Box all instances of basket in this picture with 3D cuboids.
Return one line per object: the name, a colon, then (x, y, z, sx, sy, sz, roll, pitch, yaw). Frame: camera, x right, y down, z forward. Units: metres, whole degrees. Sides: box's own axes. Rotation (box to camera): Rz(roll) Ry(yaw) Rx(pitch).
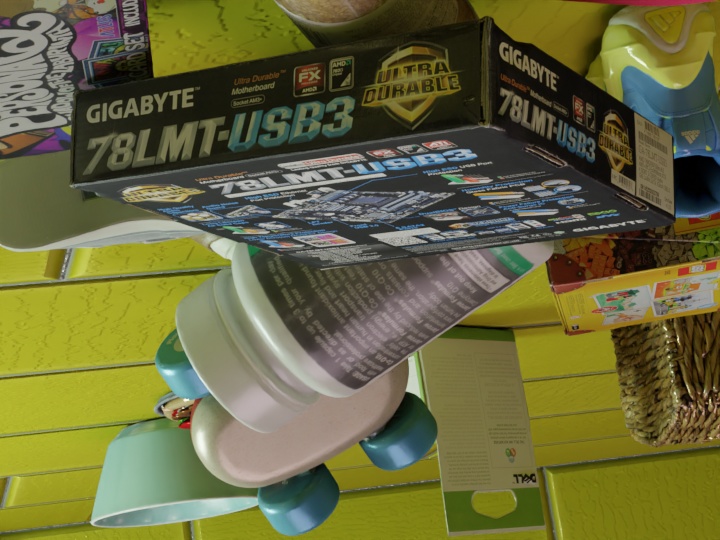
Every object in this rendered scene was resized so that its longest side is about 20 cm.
basket: (0.347, 0.096, 1.605, 0.148, 0.143, 0.200, -6, 167, -8)

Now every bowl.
bowl: (-0.217, 0.230, 1.887, 0.200, 0.105, 0.201, -9, 167, -2)

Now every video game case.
video game case: (-0.175, -0.092, 0.657, 0.181, 0.036, 0.200, -8, 164, -8)

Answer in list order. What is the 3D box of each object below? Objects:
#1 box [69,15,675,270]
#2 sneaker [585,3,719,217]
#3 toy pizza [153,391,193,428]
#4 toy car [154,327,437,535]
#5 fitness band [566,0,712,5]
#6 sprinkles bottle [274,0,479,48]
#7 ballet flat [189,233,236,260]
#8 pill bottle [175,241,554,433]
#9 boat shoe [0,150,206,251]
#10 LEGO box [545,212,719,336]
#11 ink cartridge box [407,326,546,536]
box: (0.011, -0.047, 0.712, 0.199, 0.050, 0.198, -7, 166, 30)
sneaker: (0.161, -0.068, 0.884, 0.075, 0.105, 0.200, -10, 166, 8)
toy pizza: (-0.121, 0.144, 1.749, 0.199, 0.032, 0.200, -8, 167, -2)
toy car: (-0.064, 0.065, 1.287, 0.177, 0.185, 0.200, -33, -151, 0)
fitness band: (0.128, -0.153, 0.675, 0.199, 0.038, 0.144, 0, 167, -29)
sprinkles bottle: (0.004, -0.115, 0.671, 0.068, 0.069, 0.200, -12, 166, 12)
ballet flat: (-0.029, -0.026, 1.010, 0.199, 0.073, 0.068, -6, 168, -10)
pill bottle: (0.000, 0.000, 0.923, 0.200, 0.113, 0.113, -36, 159, 15)
boat shoe: (-0.109, -0.051, 0.898, 0.200, 0.070, 0.072, -9, -177, 2)
LEGO box: (0.210, -0.017, 1.187, 0.148, 0.077, 0.200, -11, 166, 8)
ink cartridge box: (0.093, 0.160, 1.583, 0.147, 0.201, 0.076, 5, 161, -44)
